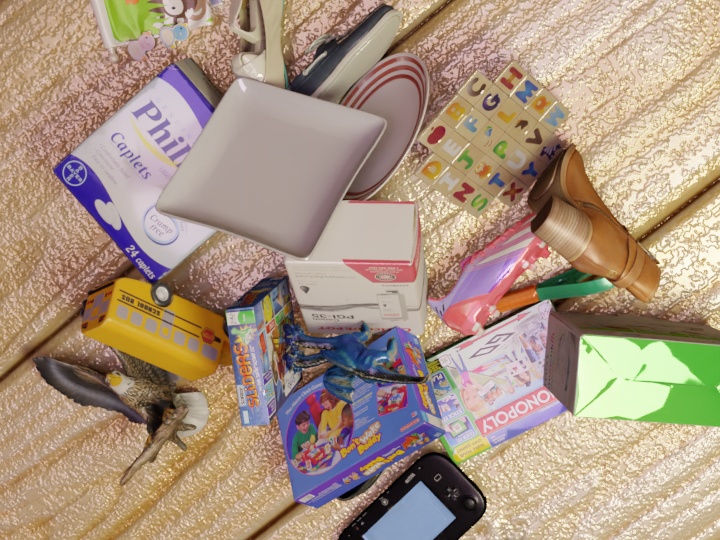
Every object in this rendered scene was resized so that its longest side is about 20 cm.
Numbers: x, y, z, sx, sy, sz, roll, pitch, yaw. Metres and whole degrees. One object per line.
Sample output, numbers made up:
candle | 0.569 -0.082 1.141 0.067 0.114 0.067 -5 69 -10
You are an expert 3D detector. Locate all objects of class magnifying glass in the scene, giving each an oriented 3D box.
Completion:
magnifying glass | 0.230 0.021 1.640 0.200 0.080 0.022 -16 106 20

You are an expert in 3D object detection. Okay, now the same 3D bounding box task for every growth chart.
growth chart | -0.236 -0.341 1.661 0.200 0.018 0.145 -23 97 11

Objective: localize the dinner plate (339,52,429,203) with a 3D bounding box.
dinner plate | 0.017 -0.156 1.585 0.024 0.200 0.200 26 103 -29

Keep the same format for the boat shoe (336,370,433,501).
boat shoe | 0.026 0.200 1.682 0.069 0.057 0.200 32 111 9

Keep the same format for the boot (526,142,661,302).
boot | 0.272 -0.055 1.568 0.155 0.200 0.077 32 116 -10

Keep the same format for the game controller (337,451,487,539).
game controller | 0.061 0.313 1.710 0.104 0.042 0.200 43 109 -3

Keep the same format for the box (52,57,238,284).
box | -0.225 -0.120 1.652 0.200 0.105 0.184 -40 93 11

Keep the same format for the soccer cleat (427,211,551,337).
soccer cleat | 0.163 -0.013 1.629 0.076 0.067 0.200 37 86 19

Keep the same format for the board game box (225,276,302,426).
board game box | -0.110 0.090 1.623 0.034 0.200 0.136 -6 98 9

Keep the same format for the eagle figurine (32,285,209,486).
eagle figurine | -0.287 0.135 1.708 0.152 0.151 0.200 -29 59 -28

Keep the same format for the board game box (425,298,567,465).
board game box | 0.171 0.134 1.683 0.200 0.029 0.135 -28 94 11

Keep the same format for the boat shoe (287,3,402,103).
boat shoe | -0.031 -0.240 1.622 0.062 0.075 0.200 50 117 19

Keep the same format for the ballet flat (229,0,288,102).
ballet flat | -0.125 -0.262 1.620 0.069 0.069 0.200 -2 85 7

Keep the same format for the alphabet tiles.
alphabet tiles | 0.152 -0.146 1.576 0.166 0.200 0.006 -48 48 11

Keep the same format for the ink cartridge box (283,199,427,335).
ink cartridge box | 0.000 0.000 1.589 0.146 0.200 0.083 1 64 7

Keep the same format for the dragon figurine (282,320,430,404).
dragon figurine | -0.010 0.109 1.567 0.099 0.200 0.059 -21 125 -30

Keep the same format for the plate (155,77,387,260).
plate | -0.096 -0.110 1.531 0.200 0.032 0.200 18 64 21

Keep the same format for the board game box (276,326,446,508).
board game box | -0.004 0.175 1.641 0.200 0.045 0.135 -34 51 25

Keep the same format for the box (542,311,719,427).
box | 0.322 0.108 1.568 0.200 0.176 0.097 4 95 -5

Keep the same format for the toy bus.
toy bus | -0.226 0.072 1.646 0.200 0.078 0.065 28 147 -33
